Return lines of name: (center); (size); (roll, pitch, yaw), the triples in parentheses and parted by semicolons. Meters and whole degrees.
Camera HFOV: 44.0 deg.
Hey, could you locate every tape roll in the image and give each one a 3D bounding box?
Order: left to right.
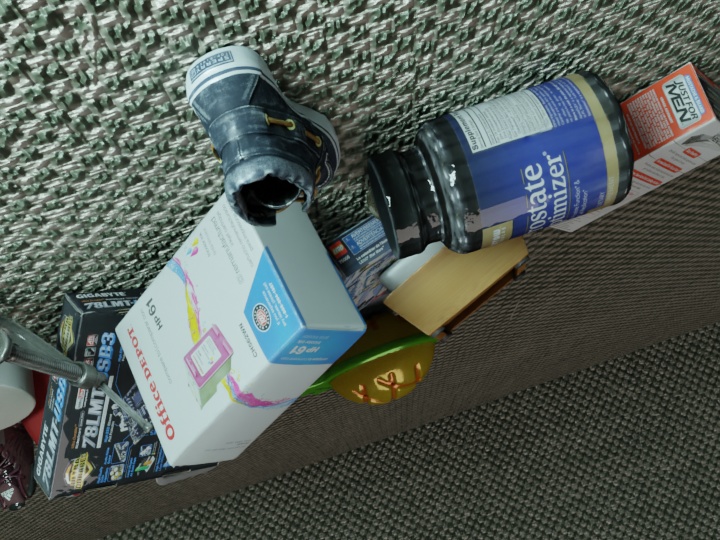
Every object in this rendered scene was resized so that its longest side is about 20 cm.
tape roll: (-0.429, 0.132, 0.894); (0.198, 0.038, 0.203); (-13, 159, -5)

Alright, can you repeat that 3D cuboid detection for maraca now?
maraca: (0.007, 0.119, 1.124); (0.197, 0.109, 0.136); (-26, 163, 23)

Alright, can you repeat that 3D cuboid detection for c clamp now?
c clamp: (-0.269, 0.061, 0.714); (0.027, 0.169, 0.200); (-56, 155, -6)

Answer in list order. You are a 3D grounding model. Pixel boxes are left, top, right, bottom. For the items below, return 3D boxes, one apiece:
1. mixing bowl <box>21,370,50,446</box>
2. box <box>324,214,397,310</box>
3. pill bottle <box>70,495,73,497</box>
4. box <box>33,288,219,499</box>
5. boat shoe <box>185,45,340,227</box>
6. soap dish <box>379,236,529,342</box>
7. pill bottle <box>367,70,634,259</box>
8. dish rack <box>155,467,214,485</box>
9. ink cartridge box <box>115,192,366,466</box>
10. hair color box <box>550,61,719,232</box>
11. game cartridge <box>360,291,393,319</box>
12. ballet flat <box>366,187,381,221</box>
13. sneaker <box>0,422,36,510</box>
mixing bowl: (-0.304, 0.165, 1.042); (0.196, 0.110, 0.201); (-18, 163, -6)
box: (0.000, 0.000, 0.901); (0.136, 0.040, 0.200); (-33, 169, -28)
pill bottle: (-0.318, 0.226, 1.213); (0.196, 0.111, 0.109); (-15, 163, -12)
box: (-0.215, 0.117, 0.896); (0.196, 0.049, 0.204); (-2, 114, -43)
boat shoe: (-0.056, -0.068, 0.615); (0.070, 0.093, 0.200); (-22, 163, 12)
soap dish: (0.104, 0.003, 0.936); (0.157, 0.082, 0.200); (-40, 170, 3)
pill bottle: (0.110, -0.080, 0.726); (0.196, 0.114, 0.112); (-19, 164, -3)
dish rack: (-0.181, 0.146, 1.058); (0.203, 0.043, 0.171); (-67, 162, 4)
ink cartridge box: (-0.109, 0.051, 0.763); (0.084, 0.146, 0.200); (3, 139, -49)
hair color box: (0.260, -0.114, 0.876); (0.198, 0.065, 0.110); (-28, 160, 32)
game cartridge: (-0.024, 0.056, 1.141); (0.131, 0.041, 0.200); (-13, 162, -33)
ballet flat: (0.099, -0.077, 0.816); (0.196, 0.069, 0.046); (-13, 177, -13)
sneaker: (-0.439, 0.232, 1.084); (0.074, 0.118, 0.200); (-18, 164, 0)
